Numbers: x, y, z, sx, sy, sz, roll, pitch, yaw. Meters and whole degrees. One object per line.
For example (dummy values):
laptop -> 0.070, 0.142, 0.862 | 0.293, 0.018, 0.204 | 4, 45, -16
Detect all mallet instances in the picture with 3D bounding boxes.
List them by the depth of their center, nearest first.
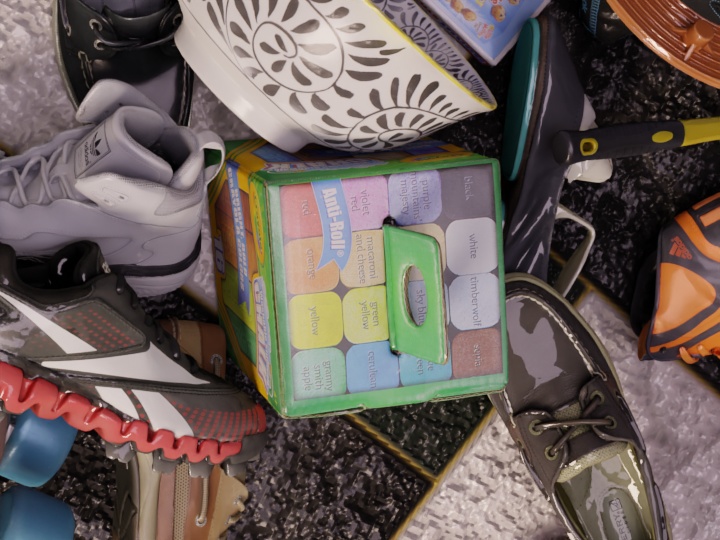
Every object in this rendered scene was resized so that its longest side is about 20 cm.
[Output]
mallet -> 0.185, -0.068, 1.063 | 0.200, 0.041, 0.066 | -18, 107, -36

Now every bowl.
bowl -> -0.032, -0.122, 0.958 | 0.201, 0.201, 0.094 | 41, 101, -18

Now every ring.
ring -> 0.205, -0.187, 1.018 | 0.200, 0.019, 0.201 | 9, 65, -19

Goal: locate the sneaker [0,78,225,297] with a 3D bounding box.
sneaker -> -0.167, -0.046, 0.961 | 0.200, 0.115, 0.075 | 6, 54, -20

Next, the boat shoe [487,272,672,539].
boat shoe -> 0.124, 0.094, 1.037 | 0.072, 0.066, 0.201 | -27, 104, 0

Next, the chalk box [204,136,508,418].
chalk box -> 0.000, 0.000, 0.975 | 0.124, 0.200, 0.125 | -6, 101, -14

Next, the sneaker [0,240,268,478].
sneaker -> -0.125, 0.041, 0.942 | 0.200, 0.071, 0.098 | 21, 90, -28

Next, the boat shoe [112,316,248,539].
boat shoe -> -0.097, 0.123, 1.038 | 0.074, 0.076, 0.200 | -5, 102, -17

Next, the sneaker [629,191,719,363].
sneaker -> 0.223, 0.050, 1.119 | 0.112, 0.078, 0.200 | -20, 104, 0

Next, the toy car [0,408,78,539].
toy car -> -0.273, 0.128, 0.971 | 0.184, 0.177, 0.200 | 27, 120, -23

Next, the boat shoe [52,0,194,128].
boat shoe -> -0.122, -0.145, 0.986 | 0.074, 0.066, 0.200 | -6, 101, -15

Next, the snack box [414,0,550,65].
snack box -> 0.111, -0.214, 1.059 | 0.072, 0.024, 0.200 | 41, 88, -20

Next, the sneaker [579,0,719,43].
sneaker -> 0.217, -0.169, 1.083 | 0.200, 0.073, 0.082 | 2, 128, -20

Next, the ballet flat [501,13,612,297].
ballet flat -> 0.104, -0.043, 1.064 | 0.073, 0.073, 0.200 | 9, 104, -16
